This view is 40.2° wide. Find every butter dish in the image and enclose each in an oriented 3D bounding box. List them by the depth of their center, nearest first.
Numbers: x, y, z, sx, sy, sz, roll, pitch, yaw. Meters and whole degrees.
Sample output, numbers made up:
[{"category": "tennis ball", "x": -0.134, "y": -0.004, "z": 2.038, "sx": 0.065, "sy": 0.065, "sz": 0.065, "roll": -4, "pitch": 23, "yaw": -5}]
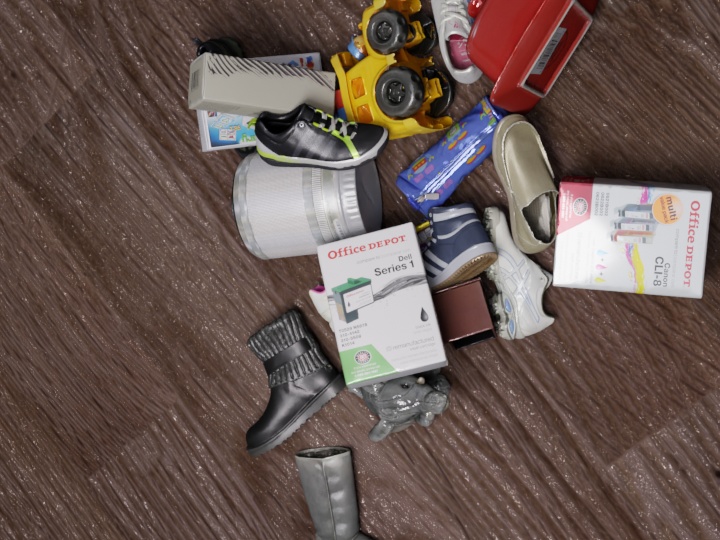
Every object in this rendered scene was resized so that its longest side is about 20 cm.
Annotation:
[{"category": "butter dish", "x": 0.211, "y": -0.334, "z": 1.343, "sx": 0.147, "sy": 0.199, "sz": 0.201, "roll": 37, "pitch": 106, "yaw": 18}]

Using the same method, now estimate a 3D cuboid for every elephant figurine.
[{"category": "elephant figurine", "x": 0.051, "y": 0.183, "z": 1.449, "sx": 0.141, "sy": 0.200, "sz": 0.156, "roll": 37, "pitch": 106, "yaw": 7}]

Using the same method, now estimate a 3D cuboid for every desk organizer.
[{"category": "desk organizer", "x": 0.095, "y": 0.084, "z": 1.444, "sx": 0.198, "sy": 0.072, "sz": 0.078, "roll": -18, "pitch": 70, "yaw": 7}]

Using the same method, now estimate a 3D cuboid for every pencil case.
[{"category": "pencil case", "x": 0.139, "y": -0.163, "z": 1.434, "sx": 0.200, "sy": 0.087, "sz": 0.078, "roll": -43, "pitch": 107, "yaw": 15}]

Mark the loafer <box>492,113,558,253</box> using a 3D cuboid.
[{"category": "loafer", "x": 0.240, "y": -0.120, "z": 1.376, "sx": 0.075, "sy": 0.068, "sz": 0.202, "roll": -20, "pitch": 104, "yaw": -18}]

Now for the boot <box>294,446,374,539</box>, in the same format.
[{"category": "boot", "x": -0.012, "y": 0.384, "z": 1.573, "sx": 0.180, "sy": 0.073, "sz": 0.202, "roll": -3, "pitch": 90, "yaw": 14}]

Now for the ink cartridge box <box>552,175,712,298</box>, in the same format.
[{"category": "ink cartridge box", "x": 0.373, "y": -0.050, "z": 1.355, "sx": 0.198, "sy": 0.145, "sz": 0.147, "roll": 5, "pitch": 99, "yaw": 14}]

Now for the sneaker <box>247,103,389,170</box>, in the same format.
[{"category": "sneaker", "x": -0.061, "y": -0.190, "z": 1.364, "sx": 0.198, "sy": 0.072, "sz": 0.083, "roll": -3, "pitch": 134, "yaw": 12}]

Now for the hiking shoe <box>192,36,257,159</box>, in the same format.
[{"category": "hiking shoe", "x": -0.207, "y": -0.258, "z": 1.507, "sx": 0.075, "sy": 0.100, "sz": 0.202, "roll": -21, "pitch": 89, "yaw": 31}]

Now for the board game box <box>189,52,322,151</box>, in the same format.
[{"category": "board game box", "x": -0.147, "y": -0.252, "z": 1.468, "sx": 0.198, "sy": 0.035, "sz": 0.128, "roll": -10, "pitch": 96, "yaw": -25}]

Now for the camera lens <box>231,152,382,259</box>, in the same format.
[{"category": "camera lens", "x": -0.081, "y": -0.104, "z": 1.467, "sx": 0.198, "sy": 0.160, "sz": 0.162, "roll": -6, "pitch": 96, "yaw": 16}]

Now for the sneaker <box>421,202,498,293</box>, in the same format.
[{"category": "sneaker", "x": 0.108, "y": -0.023, "z": 1.447, "sx": 0.199, "sy": 0.070, "sz": 0.109, "roll": -35, "pitch": 66, "yaw": 37}]

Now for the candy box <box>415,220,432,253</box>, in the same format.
[{"category": "candy box", "x": 0.056, "y": 0.010, "z": 1.515, "sx": 0.199, "sy": 0.026, "sz": 0.103, "roll": -32, "pitch": 92, "yaw": 18}]

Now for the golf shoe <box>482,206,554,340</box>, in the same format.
[{"category": "golf shoe", "x": 0.231, "y": -0.001, "z": 1.452, "sx": 0.096, "sy": 0.078, "sz": 0.202, "roll": -12, "pitch": 100, "yaw": -1}]

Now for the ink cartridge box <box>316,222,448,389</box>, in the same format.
[{"category": "ink cartridge box", "x": 0.029, "y": 0.049, "z": 1.373, "sx": 0.145, "sy": 0.084, "sz": 0.202, "roll": -14, "pitch": 78, "yaw": 3}]

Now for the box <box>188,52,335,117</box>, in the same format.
[{"category": "box", "x": -0.140, "y": -0.257, "z": 1.408, "sx": 0.198, "sy": 0.082, "sz": 0.069, "roll": 3, "pitch": 88, "yaw": -27}]

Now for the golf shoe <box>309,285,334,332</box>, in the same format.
[{"category": "golf shoe", "x": 0.000, "y": 0.000, "z": 1.479, "sx": 0.091, "sy": 0.075, "sz": 0.200, "roll": 44, "pitch": 106, "yaw": 10}]

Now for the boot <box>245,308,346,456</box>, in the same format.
[{"category": "boot", "x": -0.138, "y": 0.177, "z": 1.564, "sx": 0.211, "sy": 0.079, "sz": 0.158, "roll": -41, "pitch": 91, "yaw": 8}]

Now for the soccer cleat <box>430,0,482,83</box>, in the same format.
[{"category": "soccer cleat", "x": 0.138, "y": -0.368, "z": 1.406, "sx": 0.069, "sy": 0.086, "sz": 0.202, "roll": -14, "pitch": 93, "yaw": 17}]

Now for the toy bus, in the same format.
[{"category": "toy bus", "x": 0.022, "y": -0.283, "z": 1.441, "sx": 0.191, "sy": 0.135, "sz": 0.202, "roll": -13, "pitch": 92, "yaw": 33}]
